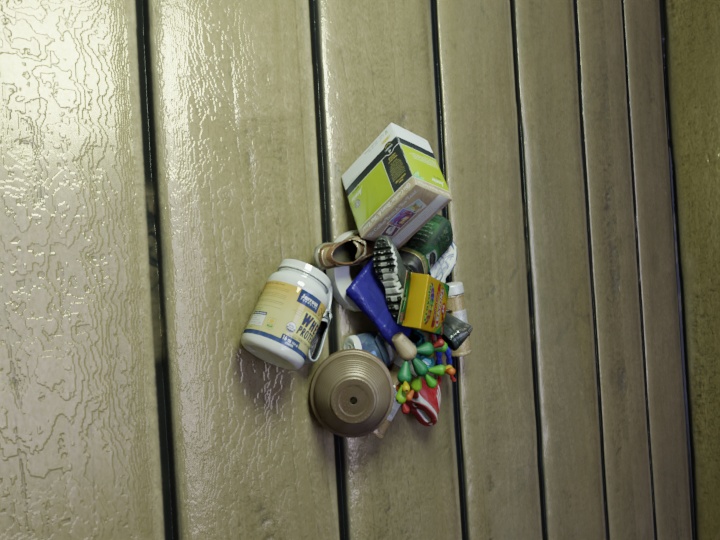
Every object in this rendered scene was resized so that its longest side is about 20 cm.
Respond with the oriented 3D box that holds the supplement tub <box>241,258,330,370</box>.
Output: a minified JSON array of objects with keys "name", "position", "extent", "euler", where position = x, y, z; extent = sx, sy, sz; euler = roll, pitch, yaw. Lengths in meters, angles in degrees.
[{"name":"supplement tub","position":[-0.154,0.093,1.274],"extent":[0.144,0.143,0.203],"euler":[37,64,-34]}]

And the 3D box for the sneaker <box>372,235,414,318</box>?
[{"name":"sneaker","position":[0.086,0.006,1.428],"extent":[0.090,0.066,0.203],"euler":[-33,112,-49]}]

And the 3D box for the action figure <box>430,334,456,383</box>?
[{"name":"action figure","position":[0.227,0.211,1.627],"extent":[0.064,0.099,0.204],"euler":[-8,96,1]}]

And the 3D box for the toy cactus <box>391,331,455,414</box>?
[{"name":"toy cactus","position":[0.133,0.221,1.412],"extent":[0.200,0.102,0.166],"euler":[-42,106,-17]}]

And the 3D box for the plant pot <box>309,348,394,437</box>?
[{"name":"plant pot","position":[-0.017,0.283,1.352],"extent":[0.197,0.093,0.205],"euler":[0,90,-3]}]

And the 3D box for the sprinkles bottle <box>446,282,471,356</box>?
[{"name":"sprinkles bottle","position":[0.269,0.138,1.692],"extent":[0.068,0.068,0.204],"euler":[-13,96,-41]}]

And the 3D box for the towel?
[{"name":"towel","position":[0.059,0.078,1.465],"extent":[0.201,0.049,0.148],"euler":[50,51,-13]}]

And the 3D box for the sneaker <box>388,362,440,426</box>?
[{"name":"sneaker","position":[0.147,0.306,1.599],"extent":[0.202,0.078,0.116],"euler":[59,30,-14]}]

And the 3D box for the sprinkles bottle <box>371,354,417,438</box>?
[{"name":"sprinkles bottle","position":[0.075,0.310,1.482],"extent":[0.068,0.068,0.202],"euler":[35,82,-34]}]

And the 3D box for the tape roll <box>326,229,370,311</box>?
[{"name":"tape roll","position":[0.000,0.000,1.489],"extent":[0.200,0.037,0.207],"euler":[3,85,-41]}]

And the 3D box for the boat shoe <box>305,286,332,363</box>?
[{"name":"boat shoe","position":[-0.098,0.114,1.373],"extent":[0.072,0.068,0.203],"euler":[35,65,-35]}]

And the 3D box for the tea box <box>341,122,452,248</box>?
[{"name":"tea box","position":[0.081,-0.196,1.420],"extent":[0.132,0.200,0.199],"euler":[14,48,-40]}]

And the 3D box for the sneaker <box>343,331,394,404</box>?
[{"name":"sneaker","position":[0.035,0.251,1.475],"extent":[0.145,0.080,0.204],"euler":[-1,83,-38]}]

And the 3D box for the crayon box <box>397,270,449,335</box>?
[{"name":"crayon box","position":[0.154,0.081,1.429],"extent":[0.199,0.050,0.129],"euler":[21,78,-62]}]

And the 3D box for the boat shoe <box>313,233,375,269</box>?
[{"name":"boat shoe","position":[-0.017,-0.044,1.404],"extent":[0.198,0.071,0.077],"euler":[-21,101,-40]}]

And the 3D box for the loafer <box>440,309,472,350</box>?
[{"name":"loafer","position":[0.216,0.132,1.573],"extent":[0.072,0.200,0.073],"euler":[-34,131,-10]}]

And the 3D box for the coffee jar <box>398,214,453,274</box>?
[{"name":"coffee jar","position":[0.164,-0.051,1.581],"extent":[0.200,0.084,0.105],"euler":[-49,142,-32]}]

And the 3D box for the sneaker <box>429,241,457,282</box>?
[{"name":"sneaker","position":[0.205,-0.014,1.650],"extent":[0.088,0.075,0.203],"euler":[33,66,-35]}]

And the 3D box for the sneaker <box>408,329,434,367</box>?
[{"name":"sneaker","position":[0.140,0.199,1.575],"extent":[0.201,0.079,0.078],"euler":[51,57,-28]}]
